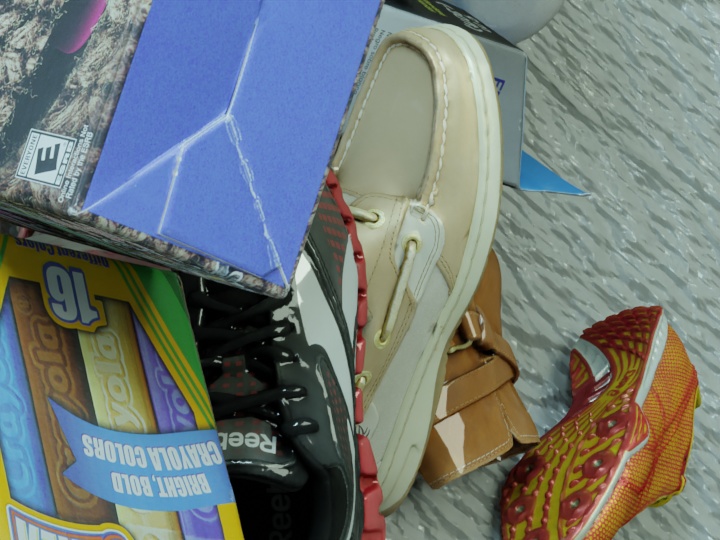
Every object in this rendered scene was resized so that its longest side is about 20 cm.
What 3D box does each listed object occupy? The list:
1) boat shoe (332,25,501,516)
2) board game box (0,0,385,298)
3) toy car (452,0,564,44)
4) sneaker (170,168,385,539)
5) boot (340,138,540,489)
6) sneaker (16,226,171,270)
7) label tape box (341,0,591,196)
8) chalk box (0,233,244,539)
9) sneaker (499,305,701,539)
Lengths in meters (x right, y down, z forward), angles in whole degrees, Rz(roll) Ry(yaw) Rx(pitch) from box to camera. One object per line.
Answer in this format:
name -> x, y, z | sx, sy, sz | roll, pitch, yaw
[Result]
boat shoe -> 0.000, 0.000, 1.073 | 0.069, 0.074, 0.200 | 7, 97, -38
board game box -> -0.096, -0.094, 0.926 | 0.097, 0.200, 0.160 | 22, 84, -44
toy car -> 0.046, -0.217, 1.311 | 0.150, 0.200, 0.175 | 26, 18, -20
sneaker -> -0.036, 0.035, 0.977 | 0.098, 0.071, 0.201 | -16, 100, -77
boot -> 0.003, 0.022, 1.169 | 0.200, 0.074, 0.155 | -11, 78, -50
sneaker -> -0.104, -0.009, 1.045 | 0.105, 0.075, 0.201 | 13, 58, -54
label tape box -> -0.001, -0.102, 1.182 | 0.200, 0.066, 0.143 | 13, 18, -35
chalk box -> -0.118, 0.104, 0.892 | 0.124, 0.125, 0.200 | 14, 52, -47
sneaker -> 0.122, 0.090, 1.269 | 0.077, 0.073, 0.200 | 59, 35, -16
